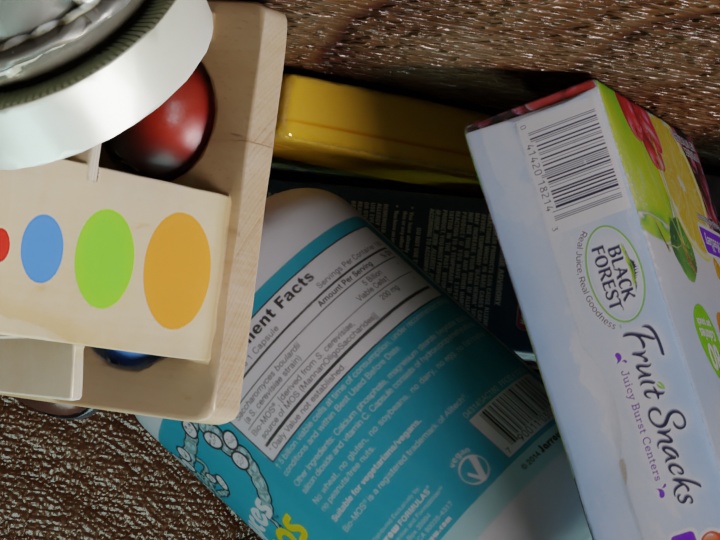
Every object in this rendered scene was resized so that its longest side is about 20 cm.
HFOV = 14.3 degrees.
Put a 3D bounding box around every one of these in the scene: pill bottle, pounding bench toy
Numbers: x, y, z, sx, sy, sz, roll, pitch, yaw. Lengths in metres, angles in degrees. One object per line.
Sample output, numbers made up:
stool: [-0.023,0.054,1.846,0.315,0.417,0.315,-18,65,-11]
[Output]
pill bottle: [-0.007,0.047,1.024,0.200,0.111,0.111,42,-175,12]
pounding bench toy: [-0.143,-0.031,0.841,0.199,0.125,0.156,6,177,32]

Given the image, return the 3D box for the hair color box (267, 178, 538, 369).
hair color box: [0.000,0.000,1.134,0.199,0.061,0.100,6,176,9]

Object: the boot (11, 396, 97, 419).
boot: [-0.199,-0.016,1.114,0.068,0.189,0.200,-40,161,21]

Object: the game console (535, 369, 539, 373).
game console: [0.086,0.009,1.310,0.170,0.119,0.200,-26,168,16]

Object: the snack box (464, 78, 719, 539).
snack box: [0.104,0.046,0.958,0.053,0.201,0.142,-20,168,17]

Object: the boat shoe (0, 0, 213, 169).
boat shoe: [-0.111,-0.076,0.507,0.201,0.072,0.060,20,145,38]

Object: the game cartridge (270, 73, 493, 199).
game cartridge: [-0.014,-0.047,1.118,0.176,0.033,0.200,9,178,-35]

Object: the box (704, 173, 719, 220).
box: [0.099,-0.021,1.238,0.039,0.042,0.200,8,178,-29]
